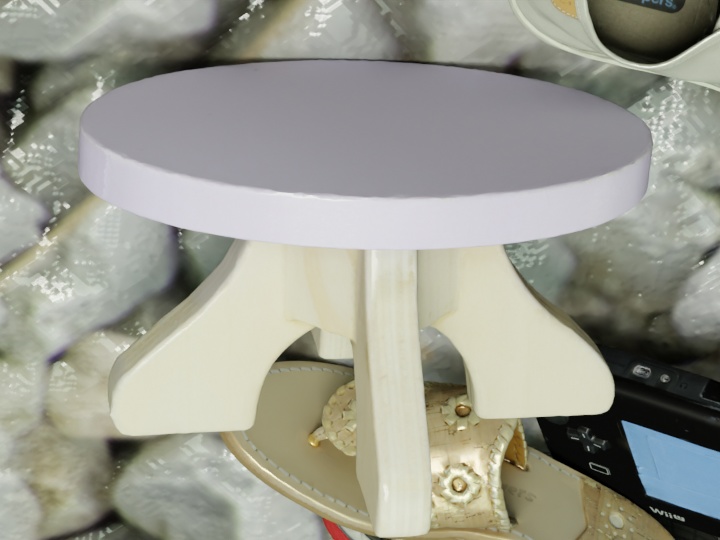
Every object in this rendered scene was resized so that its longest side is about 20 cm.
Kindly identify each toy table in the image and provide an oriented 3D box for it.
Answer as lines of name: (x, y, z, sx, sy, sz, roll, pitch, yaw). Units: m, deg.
toy table: (0.000, 0.000, 1.010, 0.200, 0.184, 0.117, 4, 115, 1)

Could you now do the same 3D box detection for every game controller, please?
game controller: (0.160, 0.084, 1.115, 0.200, 0.042, 0.104, 18, 145, 27)

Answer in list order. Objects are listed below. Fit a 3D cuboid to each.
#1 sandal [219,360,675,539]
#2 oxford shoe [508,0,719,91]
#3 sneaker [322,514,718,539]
sandal: (0.052, 0.072, 1.119, 0.211, 0.078, 0.070, 26, 134, -18)
oxford shoe: (0.150, -0.092, 0.996, 0.200, 0.058, 0.075, 8, 92, -13)
sneaker: (0.066, 0.135, 1.195, 0.200, 0.077, 0.085, 20, 134, -22)
